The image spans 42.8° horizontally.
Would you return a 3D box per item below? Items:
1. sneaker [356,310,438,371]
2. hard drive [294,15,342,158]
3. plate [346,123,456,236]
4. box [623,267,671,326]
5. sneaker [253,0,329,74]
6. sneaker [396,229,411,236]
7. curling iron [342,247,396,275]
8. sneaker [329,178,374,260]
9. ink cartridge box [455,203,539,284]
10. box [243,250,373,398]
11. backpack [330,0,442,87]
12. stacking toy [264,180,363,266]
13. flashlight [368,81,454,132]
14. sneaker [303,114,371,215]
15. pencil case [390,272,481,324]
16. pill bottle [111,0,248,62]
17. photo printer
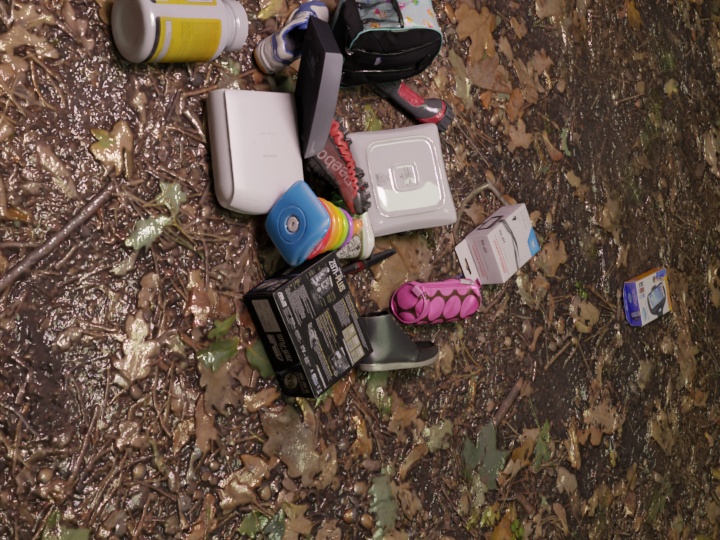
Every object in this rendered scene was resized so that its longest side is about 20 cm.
[{"bbox_3d":[0.077,0.127,1.744,0.198,0.074,0.108,-4,98,-43],"label":"sneaker"},{"bbox_3d":[-0.074,-0.305,1.538,0.042,0.202,0.136,-1,43,-19],"label":"hard drive"},{"bbox_3d":[0.081,-0.176,1.741,0.197,0.032,0.203,-10,85,-20],"label":"plate"},{"bbox_3d":[0.767,0.072,2.460,0.198,0.041,0.121,-19,100,-46],"label":"box"},{"bbox_3d":[-0.099,-0.414,1.614,0.076,0.087,0.201,54,52,-24],"label":"sneaker"},{"bbox_3d":[0.079,-0.166,1.792,0.079,0.073,0.204,16,71,-27],"label":"sneaker"},{"bbox_3d":[0.000,0.000,1.721,0.199,0.025,0.050,-34,119,-42],"label":"curling iron"},{"bbox_3d":[-0.034,-0.110,1.671,0.087,0.077,0.204,-15,93,-30],"label":"sneaker"},{"bbox_3d":[0.298,-0.048,1.988,0.199,0.067,0.118,-38,112,-39],"label":"ink cartridge box"},{"bbox_3d":[-0.087,0.092,1.584,0.163,0.085,0.203,-36,111,-40],"label":"box"},{"bbox_3d":[0.044,-0.429,1.668,0.196,0.176,0.156,-3,64,-18],"label":"backpack"},{"bbox_3d":[-0.056,-0.074,1.568,0.199,0.116,0.110,1,47,-56],"label":"stacking toy"},{"bbox_3d":[0.104,-0.347,1.822,0.199,0.067,0.069,33,66,-39],"label":"flashlight"},{"bbox_3d":[-0.046,-0.175,1.614,0.071,0.097,0.203,59,9,-65],"label":"sneaker"},{"bbox_3d":[0.155,0.056,1.821,0.198,0.094,0.092,-6,60,-46],"label":"pencil case"},{"bbox_3d":[-0.275,-0.380,1.421,0.198,0.111,0.114,-13,95,-44],"label":"pill bottle"},{"bbox_3d":[-0.173,-0.196,1.534,0.165,0.069,0.204,-5,90,-44],"label":"photo printer"}]
